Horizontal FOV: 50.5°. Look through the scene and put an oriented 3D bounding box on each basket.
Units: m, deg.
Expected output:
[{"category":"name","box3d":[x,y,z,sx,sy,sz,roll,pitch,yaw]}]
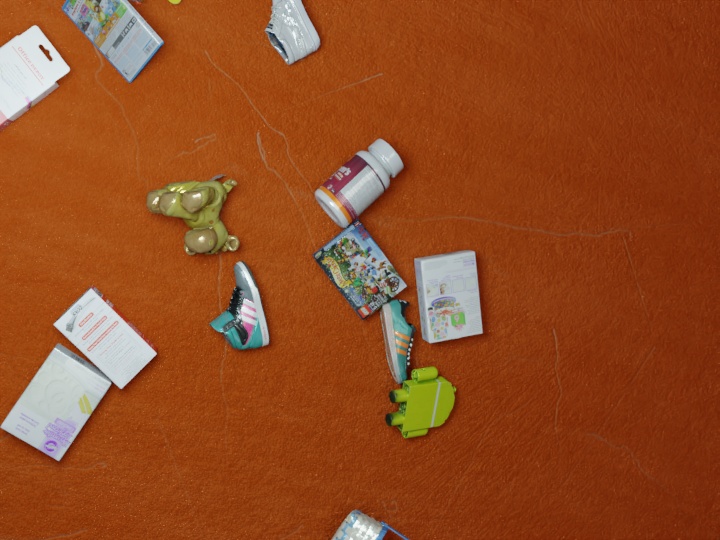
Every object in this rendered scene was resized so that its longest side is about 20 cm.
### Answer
[{"category":"basket","box3d":[0.026,0.679,1.820,0.199,0.139,0.177,37,85,15]}]

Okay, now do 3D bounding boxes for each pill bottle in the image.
[{"category":"pill bottle","box3d":[-0.001,-0.203,1.755,0.200,0.109,0.110,-43,104,-8]}]

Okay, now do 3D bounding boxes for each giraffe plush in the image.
[{"category":"giraffe plush","box3d":[-0.350,-0.107,1.663,0.199,0.170,0.165,-26,116,-47]}]

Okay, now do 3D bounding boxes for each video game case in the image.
[{"category":"video game case","box3d":[-0.513,-0.507,1.579,0.200,0.142,0.018,48,42,-14]}]

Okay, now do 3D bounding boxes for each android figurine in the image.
[{"category":"android figurine","box3d":[0.153,0.323,1.862,0.197,0.041,0.186,-5,111,-31]}]

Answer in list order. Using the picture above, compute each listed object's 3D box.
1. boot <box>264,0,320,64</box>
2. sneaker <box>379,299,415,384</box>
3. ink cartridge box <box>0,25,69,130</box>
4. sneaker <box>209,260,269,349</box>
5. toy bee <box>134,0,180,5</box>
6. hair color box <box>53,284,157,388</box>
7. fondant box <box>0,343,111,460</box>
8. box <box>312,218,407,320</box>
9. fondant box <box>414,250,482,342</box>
[{"category":"boot","box3d":[-0.175,-0.562,1.690,0.095,0.073,0.202,-36,104,-17]},{"category":"sneaker","box3d":[0.101,0.171,1.839,0.078,0.071,0.204,-10,96,-10]},{"category":"ink cartridge box","box3d":[-0.705,-0.393,1.562,0.199,0.067,0.117,-39,104,-7]},{"category":"sneaker","box3d":[-0.286,0.090,1.721,0.119,0.083,0.204,-18,101,-23]},{"category":"toy bee","box3d":[-0.450,-0.616,1.606,0.198,0.108,0.133,-29,95,-36]},{"category":"hair color box","box3d":[-0.551,0.144,1.658,0.111,0.064,0.201,-43,106,-7]},{"category":"fondant box","box3d":[-0.652,0.283,1.646,0.143,0.058,0.202,35,87,-16]},{"category":"box","box3d":[0.000,0.000,1.780,0.136,0.038,0.201,-38,114,2]},{"category":"fondant box","box3d":[0.215,0.062,1.860,0.141,0.058,0.204,-9,97,-15]}]
